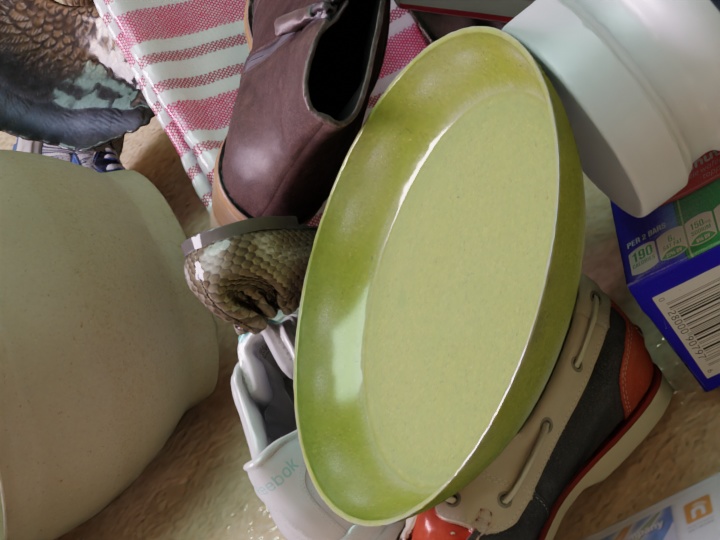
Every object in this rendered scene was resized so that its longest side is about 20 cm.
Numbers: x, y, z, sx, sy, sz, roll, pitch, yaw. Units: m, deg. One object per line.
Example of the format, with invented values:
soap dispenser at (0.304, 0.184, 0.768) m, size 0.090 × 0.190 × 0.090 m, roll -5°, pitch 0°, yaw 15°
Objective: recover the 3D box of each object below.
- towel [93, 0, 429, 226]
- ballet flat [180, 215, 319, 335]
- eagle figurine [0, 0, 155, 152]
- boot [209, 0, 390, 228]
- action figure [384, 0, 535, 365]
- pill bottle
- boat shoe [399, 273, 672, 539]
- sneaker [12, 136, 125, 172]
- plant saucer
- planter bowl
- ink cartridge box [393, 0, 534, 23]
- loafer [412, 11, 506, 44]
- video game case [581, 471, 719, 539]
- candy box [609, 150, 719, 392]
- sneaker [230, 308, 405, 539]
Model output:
towel at (-0.037, -0.106, 1.394) m, size 0.146 × 0.200 × 0.030 m, roll -21°, pitch -20°, yaw -24°
ballet flat at (0.000, 0.000, 1.283) m, size 0.067 × 0.200 × 0.047 m, roll -25°, pitch 77°, yaw 39°
eagle figurine at (-0.131, -0.127, 1.527) m, size 0.199 × 0.152 × 0.152 m, roll -1°, pitch 63°, yaw 34°
boot at (-0.007, -0.113, 1.295) m, size 0.166 × 0.072 × 0.201 m, roll 130°, pitch 160°, yaw -61°
action figure at (0.061, -0.035, 1.246) m, size 0.054 × 0.118 × 0.201 m, roll 19°, pitch 69°, yaw 5°
pill bottle at (0.160, -0.118, 1.145) m, size 0.200 × 0.116 × 0.116 m, roll -39°, pitch 32°, yaw -4°
boat shoe at (0.051, 0.086, 1.165) m, size 0.071 × 0.063 × 0.200 m, roll -2°, pitch 38°, yaw 53°
sneaker at (-0.139, -0.026, 1.533) m, size 0.085 × 0.077 × 0.201 m, roll -11°, pitch 46°, yaw 21°
plant saucer at (0.034, 0.005, 1.130) m, size 0.200 × 0.031 × 0.201 m, roll -39°, pitch 44°, yaw 49°
planter bowl at (-0.151, 0.027, 1.377) m, size 0.134 × 0.201 × 0.200 m, roll -20°, pitch 25°, yaw -22°
ink cartridge box at (0.093, -0.210, 1.439) m, size 0.144 × 0.085 × 0.200 m, roll 7°, pitch 39°, yaw -4°
loafer at (0.047, -0.150, 1.484) m, size 0.073 × 0.071 × 0.200 m, roll -38°, pitch 32°, yaw 2°
video game case at (0.070, 0.181, 1.093) m, size 0.199 × 0.022 × 0.183 m, roll -28°, pitch 33°, yaw 17°
candy box at (0.191, -0.066, 1.228) m, size 0.169 × 0.077 × 0.200 m, roll -27°, pitch 33°, yaw 16°
sneaker at (-0.023, 0.042, 1.294) m, size 0.075 × 0.088 × 0.200 m, roll -37°, pitch 30°, yaw 20°
